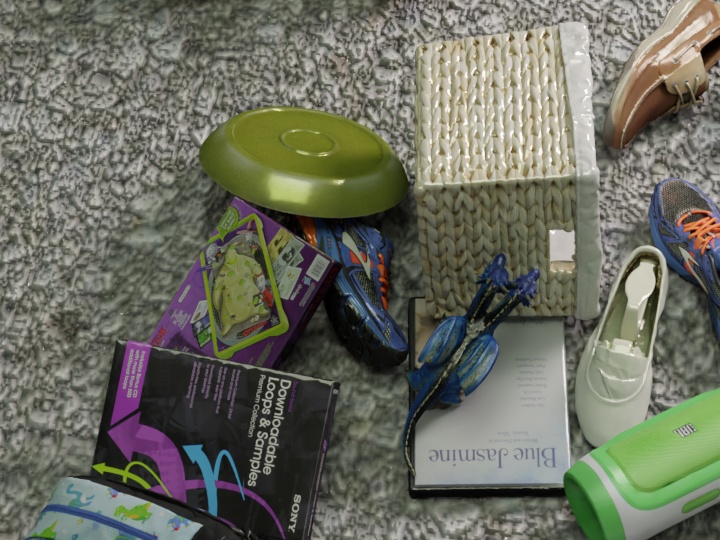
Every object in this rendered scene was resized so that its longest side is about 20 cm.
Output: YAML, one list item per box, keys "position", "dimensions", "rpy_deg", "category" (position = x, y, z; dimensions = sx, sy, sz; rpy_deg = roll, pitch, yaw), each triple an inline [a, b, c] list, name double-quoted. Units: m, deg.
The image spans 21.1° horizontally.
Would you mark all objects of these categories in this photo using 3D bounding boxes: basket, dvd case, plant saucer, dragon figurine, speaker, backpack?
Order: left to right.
- position: [-0.182, 0.242, 1.582]
  dimensions: [0.200, 0.163, 0.154]
  rpy_deg: [32, 79, 29]
  category: "backpack"
- position: [-0.051, -0.108, 1.808]
  dimensions: [0.199, 0.031, 0.200]
  rpy_deg: [8, 27, -4]
  category: "plant saucer"
- position: [0.082, 0.075, 1.665]
  dimensions: [0.059, 0.099, 0.200]
  rpy_deg: [34, 72, 1]
  category: "dragon figurine"
- position: [0.113, 0.109, 1.722]
  dimensions: [0.142, 0.018, 0.201]
  rpy_deg: [-1, 57, 3]
  category: "dvd case"
- position: [0.132, -0.087, 1.733]
  dimensions: [0.160, 0.199, 0.200]
  rpy_deg: [-2, 50, 5]
  category: "basket"
- position: [0.275, 0.161, 1.629]
  dimensions: [0.200, 0.089, 0.089]
  rpy_deg: [-25, 59, -12]
  category: "speaker"

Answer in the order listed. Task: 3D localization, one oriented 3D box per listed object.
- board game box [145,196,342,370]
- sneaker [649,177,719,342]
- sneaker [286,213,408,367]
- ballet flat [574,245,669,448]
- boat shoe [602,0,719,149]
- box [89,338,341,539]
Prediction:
- position: [-0.115, 0.049, 1.719]
  dimensions: [0.120, 0.032, 0.200]
  rpy_deg: [33, 93, 19]
  category: "board game box"
- position: [0.328, -0.012, 1.749]
  dimensions: [0.075, 0.079, 0.200]
  rpy_deg: [-24, 59, -12]
  category: "sneaker"
- position: [0.000, 0.000, 1.761]
  dimensions: [0.078, 0.075, 0.200]
  rpy_deg: [-20, 59, -13]
  category: "sneaker"
- position: [0.234, 0.062, 1.716]
  dimensions: [0.069, 0.070, 0.200]
  rpy_deg: [12, 59, 12]
  category: "ballet flat"
- position: [0.302, -0.191, 1.871]
  dimensions: [0.072, 0.076, 0.200]
  rpy_deg: [29, 65, 18]
  category: "boat shoe"
- position: [-0.127, 0.147, 1.670]
  dimensions: [0.199, 0.036, 0.143]
  rpy_deg: [10, 86, 9]
  category: "box"
